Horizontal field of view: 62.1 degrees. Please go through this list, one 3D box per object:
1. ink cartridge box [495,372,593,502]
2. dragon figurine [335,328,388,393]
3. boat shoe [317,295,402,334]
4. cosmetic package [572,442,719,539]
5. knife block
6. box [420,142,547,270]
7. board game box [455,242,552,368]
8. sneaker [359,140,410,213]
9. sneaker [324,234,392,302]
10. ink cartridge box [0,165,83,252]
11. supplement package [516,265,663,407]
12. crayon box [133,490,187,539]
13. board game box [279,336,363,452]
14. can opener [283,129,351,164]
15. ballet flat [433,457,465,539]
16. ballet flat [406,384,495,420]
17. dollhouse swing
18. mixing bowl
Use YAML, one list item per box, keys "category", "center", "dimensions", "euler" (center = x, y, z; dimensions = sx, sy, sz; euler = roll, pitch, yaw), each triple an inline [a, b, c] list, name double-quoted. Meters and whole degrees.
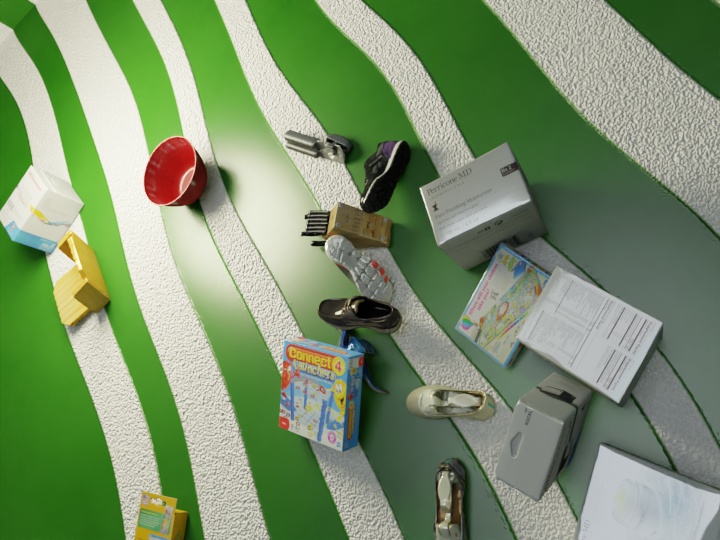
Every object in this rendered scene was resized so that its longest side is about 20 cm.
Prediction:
- category: "ink cartridge box"
  center: [0.320, 0.280, 1.030]
  dimensions: [0.082, 0.198, 0.150]
  euler: [22, 107, 31]
- category: "dragon figurine"
  center: [-0.005, 0.184, 1.332]
  dimensions: [0.198, 0.059, 0.101]
  euler: [33, 93, 32]
- category: "boat shoe"
  center: [-0.004, 0.084, 1.310]
  dimensions: [0.193, 0.074, 0.076]
  euler: [4, 56, 16]
- category: "cosmetic package"
  center: [0.466, 0.419, 0.981]
  dimensions: [0.195, 0.122, 0.206]
  euler: [16, 83, 31]
- category: "knife block"
  center: [-0.041, -0.092, 1.433]
  dimensions: [0.175, 0.194, 0.066]
  euler: [143, 140, -65]
- category: "box"
  center: [0.250, -0.119, 1.199]
  dimensions: [0.195, 0.199, 0.134]
  euler: [-25, 66, 19]
- category: "board game box"
  center: [0.289, 0.069, 1.189]
  dimensions: [0.134, 0.034, 0.204]
  euler: [38, 112, 31]
- category: "sneaker"
  center: [0.039, -0.220, 1.405]
  dimensions: [0.086, 0.076, 0.203]
  euler: [13, 61, 36]
- category: "sneaker"
  center: [0.000, 0.000, 1.382]
  dimensions: [0.077, 0.082, 0.201]
  euler: [-41, 82, -7]
- category: "ink cartridge box"
  center: [-1.032, -0.197, 1.935]
  dimensions: [0.146, 0.145, 0.202]
  euler: [41, 97, 30]
- category: "supplement package"
  center: [0.413, 0.121, 1.074]
  dimensions: [0.197, 0.151, 0.154]
  euler: [32, 92, 30]
- category: "crayon box"
  center: [-0.494, 0.658, 1.467]
  dimensions: [0.122, 0.051, 0.208]
  euler: [0, 77, 28]
- category: "board game box"
  center: [-0.089, 0.265, 1.312]
  dimensions: [0.195, 0.055, 0.204]
  euler: [8, 96, 38]
- category: "can opener"
  center: [-0.109, -0.327, 1.545]
  dimensions: [0.196, 0.054, 0.067]
  euler: [24, 55, 31]
- category: "ballet flat"
  center: [0.168, 0.471, 1.156]
  dimensions: [0.070, 0.072, 0.208]
  euler: [-5, 74, 26]
- category: "ballet flat"
  center: [0.174, 0.265, 1.211]
  dimensions: [0.194, 0.069, 0.072]
  euler: [-5, 73, 27]
- category: "dollhouse swing"
  center: [-0.871, 0.034, 1.782]
  dimensions: [0.172, 0.183, 0.203]
  euler: [-29, 63, -5]
- category: "mixing bowl"
  center: [-0.508, -0.262, 1.696]
  dimensions: [0.194, 0.108, 0.208]
  euler: [-8, 71, 25]
